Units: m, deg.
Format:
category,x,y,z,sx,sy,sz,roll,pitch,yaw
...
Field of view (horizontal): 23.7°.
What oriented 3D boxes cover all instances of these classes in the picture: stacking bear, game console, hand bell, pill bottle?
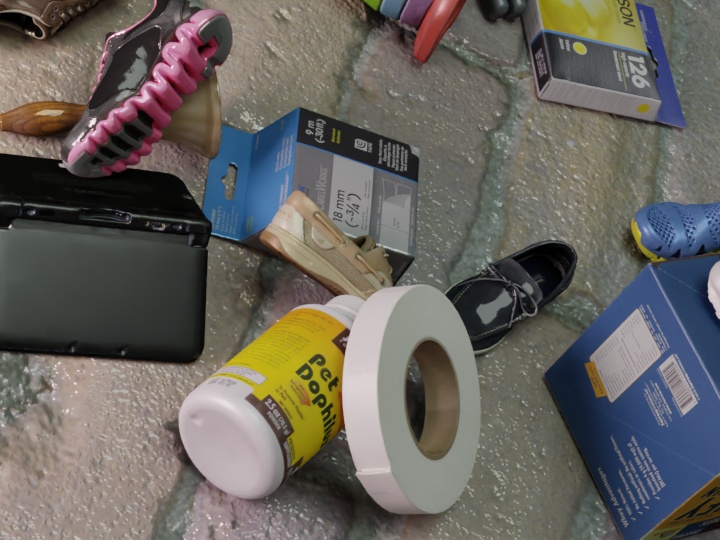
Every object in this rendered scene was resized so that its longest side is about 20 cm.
category,x,y,z,sx,sy,sz,roll,pitch,yaw
stacking bear,0.022,-0.338,1.867,0.200,0.114,0.122,31,47,2
game console,-0.245,-0.014,1.536,0.199,0.117,0.176,6,24,-25
hand bell,-0.239,-0.148,1.611,0.199,0.104,0.104,-6,59,-17
pill bottle,-0.057,0.102,1.488,0.109,0.109,0.200,44,48,7

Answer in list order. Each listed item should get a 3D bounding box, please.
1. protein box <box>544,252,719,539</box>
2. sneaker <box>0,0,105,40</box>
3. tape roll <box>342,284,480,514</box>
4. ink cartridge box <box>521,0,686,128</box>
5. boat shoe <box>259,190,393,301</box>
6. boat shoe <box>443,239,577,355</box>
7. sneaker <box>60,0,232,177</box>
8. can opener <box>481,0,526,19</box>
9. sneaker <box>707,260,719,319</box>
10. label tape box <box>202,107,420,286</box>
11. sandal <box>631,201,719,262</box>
category,x,y,z,sx,sy,sz,roll,pitch,yaw
protein box,0.309,0.121,1.611,0.135,0.200,0.199,-7,60,-33
sneaker,-0.302,-0.259,1.669,0.199,0.070,0.076,-12,82,-31
tape roll,0.048,0.113,1.505,0.203,0.037,0.204,19,69,-59
ink cartridge box,0.285,-0.268,1.996,0.199,0.047,0.198,7,52,-21
boat shoe,0.000,0.000,1.583,0.200,0.071,0.065,36,83,-31
boat shoe,0.143,0.022,1.690,0.200,0.062,0.075,-28,74,-38
sneaker,-0.209,-0.173,1.558,0.095,0.079,0.200,37,79,25
can opener,0.138,-0.379,1.994,0.052,0.066,0.201,-9,70,-31
sneaker,0.395,0.055,1.518,0.200,0.081,0.076,44,49,9
label tape box,-0.045,-0.079,1.662,0.199,0.063,0.145,18,49,-17
sandal,0.383,-0.052,1.860,0.199,0.087,0.080,-3,60,-28
